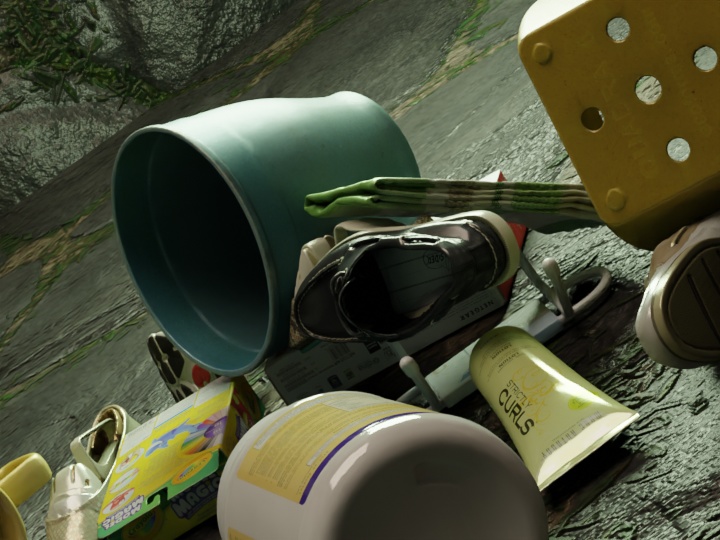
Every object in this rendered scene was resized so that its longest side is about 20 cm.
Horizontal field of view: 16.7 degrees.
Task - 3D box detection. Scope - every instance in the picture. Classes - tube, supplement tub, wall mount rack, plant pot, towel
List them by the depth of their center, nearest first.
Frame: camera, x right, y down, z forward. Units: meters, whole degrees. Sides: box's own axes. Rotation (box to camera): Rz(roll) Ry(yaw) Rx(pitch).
[{"bbox_3d":[0.005,0.145,1.382,0.145,0.146,0.200,-38,15,-14],"label":"supplement tub"},{"bbox_3d":[0.116,0.083,1.537,0.200,0.052,0.058,-127,49,-71],"label":"tube"},{"bbox_3d":[0.214,-0.127,1.595,0.199,0.201,0.176,-27,-2,25],"label":"plant pot"},{"bbox_3d":[0.082,0.039,1.695,0.199,0.075,0.174,-36,14,-1],"label":"wall mount rack"},{"bbox_3d":[0.075,-0.043,1.748,0.199,0.031,0.149,1,-5,-20],"label":"towel"},{"bbox_3d":[-0.060,-0.045,1.893,0.187,0.201,0.200,-25,7,-34],"label":"plant pot"}]

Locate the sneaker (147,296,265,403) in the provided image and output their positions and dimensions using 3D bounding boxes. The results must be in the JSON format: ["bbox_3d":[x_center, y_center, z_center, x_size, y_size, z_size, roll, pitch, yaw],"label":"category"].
[{"bbox_3d":[-0.113,0.065,2.038,0.083,0.081,0.200,-28,-1,-29],"label":"sneaker"}]

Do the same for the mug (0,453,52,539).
[{"bbox_3d":[-0.337,0.231,1.947,0.185,0.151,0.153,-5,-8,-23],"label":"mug"}]

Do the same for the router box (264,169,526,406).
[{"bbox_3d":[0.032,0.016,1.939,0.199,0.049,0.180,-29,15,21],"label":"router box"}]

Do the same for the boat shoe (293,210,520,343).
[{"bbox_3d":[0.015,0.013,1.638,0.199,0.075,0.066,-13,11,42],"label":"boat shoe"}]

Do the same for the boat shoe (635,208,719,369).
[{"bbox_3d":[0.214,0.011,1.510,0.068,0.075,0.200,-24,7,38],"label":"boat shoe"}]

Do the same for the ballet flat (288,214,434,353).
[{"bbox_3d":[0.000,0.000,1.738,0.068,0.076,0.200,-43,12,-37],"label":"ballet flat"}]

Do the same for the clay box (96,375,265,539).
[{"bbox_3d":[-0.136,0.153,1.874,0.114,0.048,0.200,-32,16,11],"label":"clay box"}]

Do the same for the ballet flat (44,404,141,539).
[{"bbox_3d":[-0.221,0.173,1.973,0.067,0.063,0.200,-29,15,21],"label":"ballet flat"}]
